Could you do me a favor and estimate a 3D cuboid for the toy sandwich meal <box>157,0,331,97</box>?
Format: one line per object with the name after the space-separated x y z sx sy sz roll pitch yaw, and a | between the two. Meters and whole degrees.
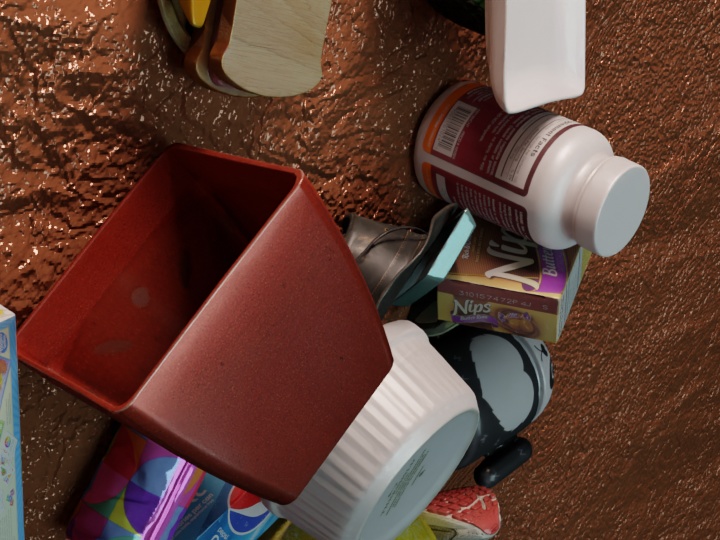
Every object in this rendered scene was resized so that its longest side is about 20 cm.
-0.069 -0.223 1.127 0.204 0.070 0.207 -32 135 -38 | toy sandwich meal

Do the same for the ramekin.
0.015 0.148 1.297 0.202 0.094 0.203 -44 159 -21 | ramekin

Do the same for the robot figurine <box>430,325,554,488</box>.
0.106 0.120 1.537 0.199 0.124 0.152 -25 130 -42 | robot figurine

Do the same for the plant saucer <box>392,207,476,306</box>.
0.064 -0.006 1.389 0.070 0.019 0.200 -59 -178 -11 | plant saucer

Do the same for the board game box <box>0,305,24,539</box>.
-0.301 0.133 1.087 0.134 0.034 0.202 -25 131 -43 | board game box

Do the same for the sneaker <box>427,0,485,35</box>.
0.095 -0.265 1.311 0.086 0.078 0.200 -56 145 -11 | sneaker

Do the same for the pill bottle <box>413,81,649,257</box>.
0.154 -0.088 1.397 0.113 0.199 0.114 -31 135 -37 | pill bottle

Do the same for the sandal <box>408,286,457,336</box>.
0.126 0.015 1.520 0.200 0.079 0.058 -36 117 -40 | sandal

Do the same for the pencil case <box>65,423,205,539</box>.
-0.157 0.144 1.242 0.088 0.088 0.201 28 89 -56 | pencil case

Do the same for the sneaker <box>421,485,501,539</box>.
0.075 0.260 1.520 0.077 0.199 0.083 -14 85 -32 | sneaker

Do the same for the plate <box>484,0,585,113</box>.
0.147 -0.242 1.321 0.200 0.032 0.202 -22 112 -61 | plate

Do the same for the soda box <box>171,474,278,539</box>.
-0.111 0.192 1.348 0.200 0.067 0.065 -42 141 -28 | soda box

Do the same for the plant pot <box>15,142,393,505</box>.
-0.097 0.051 1.113 0.200 0.199 0.176 -52 123 -15 | plant pot

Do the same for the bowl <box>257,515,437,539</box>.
-0.036 0.245 1.426 0.199 0.199 0.109 -20 84 -45 | bowl

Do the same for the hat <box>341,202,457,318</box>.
0.000 0.000 1.339 0.202 0.081 0.201 -57 178 -3 | hat

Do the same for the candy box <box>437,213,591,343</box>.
0.153 -0.024 1.454 0.201 0.115 0.057 -59 154 -47 | candy box
